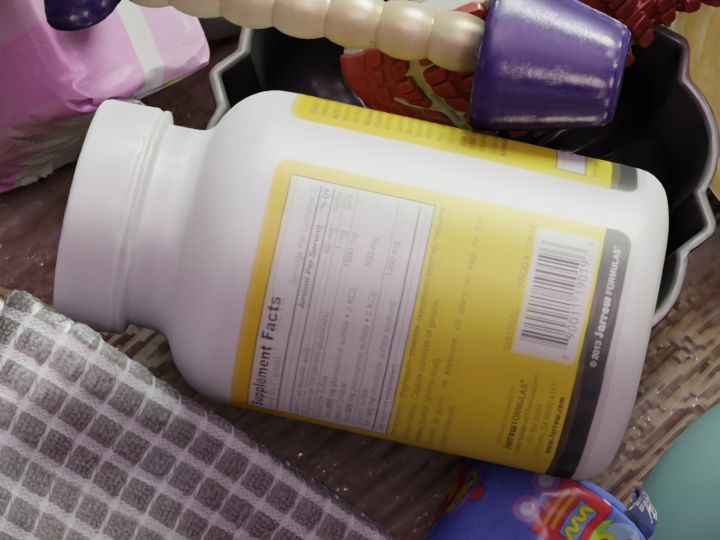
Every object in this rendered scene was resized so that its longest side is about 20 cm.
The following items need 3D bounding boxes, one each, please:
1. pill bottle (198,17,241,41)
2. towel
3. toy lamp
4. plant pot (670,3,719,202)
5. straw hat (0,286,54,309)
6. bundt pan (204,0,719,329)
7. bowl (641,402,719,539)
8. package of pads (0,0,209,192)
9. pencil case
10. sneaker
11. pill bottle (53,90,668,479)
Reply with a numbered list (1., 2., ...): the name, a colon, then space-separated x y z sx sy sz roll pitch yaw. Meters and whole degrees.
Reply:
1. pill bottle: -0.084 -0.202 1.002 0.112 0.112 0.200 -29 75 -12
2. towel: -0.089 0.121 0.857 0.200 0.086 0.166 35 74 -31
3. toy lamp: -0.007 -0.088 0.855 0.200 0.058 0.058 14 72 7
4. plant pot: 0.225 -0.078 1.022 0.200 0.027 0.200 1 71 -3
5. straw hat: -0.158 0.085 0.917 0.201 0.085 0.201 1 72 -3
6. bundt pan: 0.036 -0.035 0.971 0.202 0.076 0.202 1 72 -3
7. bowl: 0.200 0.118 0.916 0.201 0.105 0.201 1 72 -2
8. package of pads: -0.142 -0.140 0.949 0.076 0.120 0.200 -23 87 -35
9. pencil case: 0.036 0.161 0.907 0.087 0.078 0.200 36 71 -19
10. sneaker: 0.080 -0.119 0.933 0.200 0.078 0.082 -28 52 -9
11. pill bottle: 0.000 0.000 0.860 0.200 0.112 0.112 13 72 1
